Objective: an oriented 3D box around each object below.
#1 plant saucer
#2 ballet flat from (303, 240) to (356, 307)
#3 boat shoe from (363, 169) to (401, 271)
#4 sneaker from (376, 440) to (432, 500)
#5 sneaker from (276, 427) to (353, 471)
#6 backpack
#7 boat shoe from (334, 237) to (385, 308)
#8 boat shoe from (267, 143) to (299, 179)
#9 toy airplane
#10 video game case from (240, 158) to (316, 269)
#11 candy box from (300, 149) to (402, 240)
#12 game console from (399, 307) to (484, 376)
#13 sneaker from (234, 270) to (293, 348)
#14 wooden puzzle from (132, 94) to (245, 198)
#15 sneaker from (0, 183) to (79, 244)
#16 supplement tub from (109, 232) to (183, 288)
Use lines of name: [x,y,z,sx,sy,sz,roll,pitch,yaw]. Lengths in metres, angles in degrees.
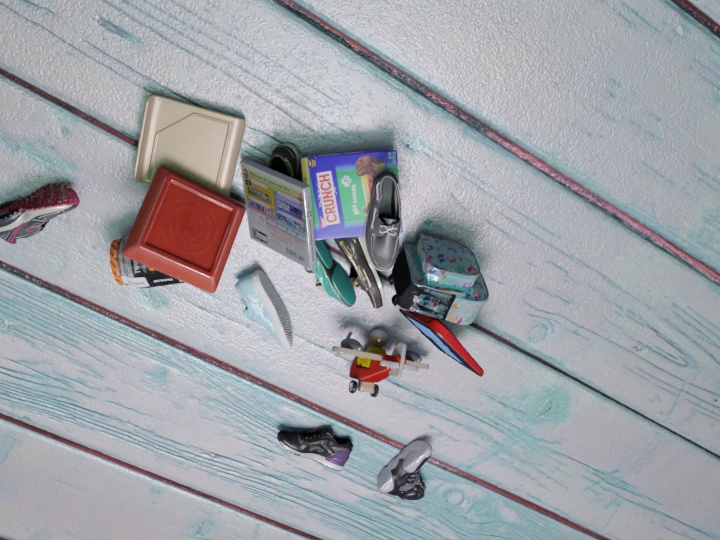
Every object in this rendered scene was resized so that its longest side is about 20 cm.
plant saucer: [-0.342,-0.084,1.470,0.198,0.037,0.202,25,70,-22]
ballet flat: [-0.081,0.002,1.636,0.070,0.068,0.201,-14,121,31]
boat shoe: [0.046,-0.096,1.453,0.072,0.063,0.203,2,99,-5]
sneaker: [0.141,0.526,1.923,0.113,0.076,0.200,34,117,-21]
sneaker: [-0.112,0.426,1.860,0.198,0.076,0.088,26,99,-21]
backpack: [0.180,0.023,1.596,0.198,0.178,0.151,21,120,-19]
boat shoe: [0.000,0.000,1.618,0.060,0.072,0.203,-25,112,-9]
boat shoe: [-0.160,-0.157,1.527,0.071,0.061,0.204,7,118,18]
toy airplane: [0.048,0.198,1.699,0.197,0.143,0.200,-7,153,13]
video game case: [-0.166,-0.115,1.498,0.022,0.199,0.184,-30,131,-36]
candy box: [-0.019,-0.155,1.512,0.197,0.077,0.171,-5,97,-1]
game console: [0.177,0.154,1.659,0.031,0.200,0.177,-44,114,-7]
sneaker: [-0.219,0.095,1.669,0.081,0.074,0.202,-18,110,15]
wooden puzzle: [-0.346,-0.246,1.493,0.198,0.037,0.187,11,116,-15]
sneaker: [-0.663,-0.117,1.517,0.198,0.081,0.075,-16,133,13]
supplement tub: [-0.414,-0.029,1.551,0.197,0.123,0.124,-9,119,0]
